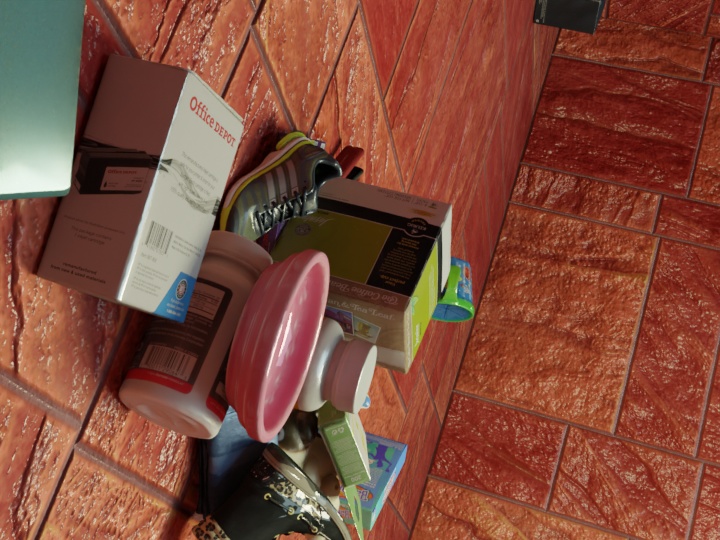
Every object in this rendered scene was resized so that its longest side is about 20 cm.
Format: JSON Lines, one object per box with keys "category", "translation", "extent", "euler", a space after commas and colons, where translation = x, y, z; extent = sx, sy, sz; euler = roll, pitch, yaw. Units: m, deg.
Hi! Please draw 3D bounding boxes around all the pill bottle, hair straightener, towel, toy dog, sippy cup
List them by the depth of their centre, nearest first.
{"category": "pill bottle", "translation": [-0.164, 0.063, 1.041], "extent": [0.111, 0.110, 0.202], "euler": [75, 32, -61]}
{"category": "pill bottle", "translation": [-0.086, 0.100, 1.173], "extent": [0.113, 0.198, 0.114], "euler": [15, 90, -79]}
{"category": "towel", "translation": [-0.155, 0.230, 1.269], "extent": [0.111, 0.048, 0.202], "euler": [-15, 121, -33]}
{"category": "toy dog", "translation": [-0.094, 0.262, 1.411], "extent": [0.194, 0.139, 0.201], "euler": [-50, 144, -24]}
{"category": "hair straightener", "translation": [-0.044, -0.102, 1.470], "extent": [0.201, 0.041, 0.077], "euler": [-61, 159, -45]}
{"category": "sippy cup", "translation": [0.215, 0.042, 2.412], "extent": [0.139, 0.177, 0.132], "euler": [23, 64, -31]}

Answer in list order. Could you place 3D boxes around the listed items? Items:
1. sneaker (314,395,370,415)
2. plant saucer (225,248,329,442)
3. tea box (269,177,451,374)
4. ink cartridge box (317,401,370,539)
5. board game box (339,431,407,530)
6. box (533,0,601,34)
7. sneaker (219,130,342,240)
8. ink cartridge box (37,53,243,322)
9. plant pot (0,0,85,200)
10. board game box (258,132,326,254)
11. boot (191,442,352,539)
{"category": "sneaker", "translation": [-0.058, 0.262, 1.592], "extent": [0.201, 0.077, 0.076], "euler": [-58, -170, 14]}
{"category": "plant saucer", "translation": [-0.087, 0.072, 1.017], "extent": [0.200, 0.050, 0.203], "euler": [17, 90, -81]}
{"category": "tea box", "translation": [0.000, 0.000, 1.313], "extent": [0.134, 0.198, 0.198], "euler": [86, 25, -48]}
{"category": "ink cartridge box", "translation": [-0.010, 0.272, 1.416], "extent": [0.146, 0.048, 0.202], "euler": [-98, 168, -74]}
{"category": "board game box", "translation": [-0.018, 0.362, 1.771], "extent": [0.200, 0.151, 0.045], "euler": [-51, 152, -57]}
{"category": "box", "translation": [0.660, -0.847, 3.101], "extent": [0.201, 0.196, 0.124], "euler": [-60, 158, -44]}
{"category": "sneaker", "translation": [-0.096, -0.087, 1.184], "extent": [0.201, 0.080, 0.074], "euler": [-54, 154, -29]}
{"category": "ink cartridge box", "translation": [-0.188, -0.068, 0.883], "extent": [0.145, 0.083, 0.202], "euler": [42, 64, -74]}
{"category": "plant pot", "translation": [-0.260, -0.108, 0.494], "extent": [0.200, 0.140, 0.143], "euler": [-25, 127, -62]}
{"category": "board game box", "translation": [-0.095, -0.079, 1.328], "extent": [0.120, 0.032, 0.202], "euler": [-15, 118, -76]}
{"category": "boot", "translation": [-0.111, 0.332, 1.278], "extent": [0.154, 0.073, 0.204], "euler": [-43, 127, -12]}
